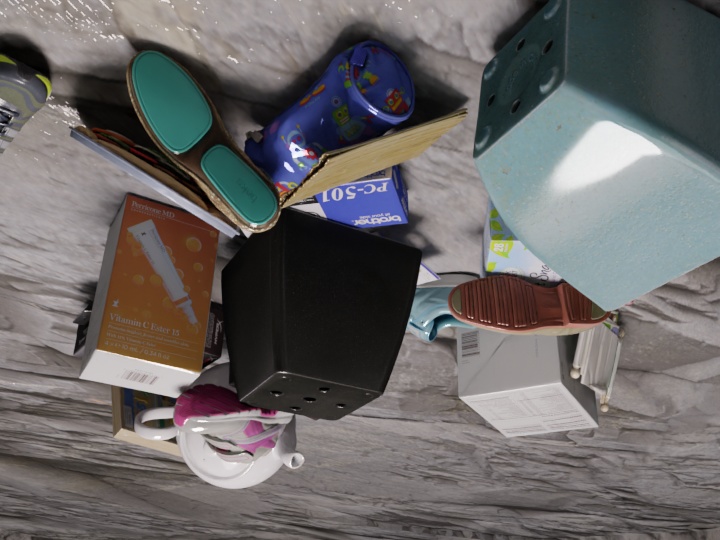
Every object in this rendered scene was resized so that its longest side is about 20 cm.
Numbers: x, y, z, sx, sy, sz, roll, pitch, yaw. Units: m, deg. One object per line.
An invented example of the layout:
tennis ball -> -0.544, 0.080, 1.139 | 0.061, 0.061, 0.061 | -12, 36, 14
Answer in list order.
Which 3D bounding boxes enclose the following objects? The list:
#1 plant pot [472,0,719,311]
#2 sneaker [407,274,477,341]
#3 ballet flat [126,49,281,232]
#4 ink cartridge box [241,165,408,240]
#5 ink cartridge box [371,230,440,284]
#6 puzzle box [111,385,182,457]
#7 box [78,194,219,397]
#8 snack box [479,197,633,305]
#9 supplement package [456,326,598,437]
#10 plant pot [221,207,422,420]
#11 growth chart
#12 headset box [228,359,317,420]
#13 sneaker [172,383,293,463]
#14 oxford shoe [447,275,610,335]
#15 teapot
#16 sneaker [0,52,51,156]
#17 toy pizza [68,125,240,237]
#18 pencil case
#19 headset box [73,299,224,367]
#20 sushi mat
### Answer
plant pot -> 0.207, -0.120, 0.671 | 0.197, 0.199, 0.195 | 25, 145, -19
sneaker -> 0.073, 0.057, 1.092 | 0.196, 0.083, 0.074 | -8, 149, 18
ballet flat -> -0.153, -0.116, 0.751 | 0.201, 0.070, 0.065 | 54, 165, -6
ink cartridge box -> -0.050, -0.084, 0.887 | 0.196, 0.045, 0.094 | -6, 152, 14
ink cartridge box -> 0.000, 0.000, 1.041 | 0.197, 0.040, 0.099 | -15, 147, 30
puzzle box -> -0.332, 0.192, 1.244 | 0.025, 0.202, 0.132 | -41, 133, 22
box -> -0.251, 0.032, 0.945 | 0.122, 0.204, 0.097 | 16, 148, -25
snack box -> 0.249, -0.020, 0.959 | 0.195, 0.069, 0.170 | 1, 152, 6
supplement package -> 0.245, 0.137, 1.149 | 0.148, 0.155, 0.200 | -13, 148, 26
plant pot -> -0.057, 0.069, 0.941 | 0.196, 0.181, 0.200 | 16, 151, -24
growth chart -> 0.343, 0.109, 1.118 | 0.017, 0.147, 0.199 | 9, 164, 34
headset box -> -0.107, 0.109, 1.121 | 0.074, 0.151, 0.199 | -27, 140, 30
sneaker -> -0.157, 0.199, 0.977 | 0.080, 0.090, 0.199 | 22, -178, 36
oxford shoe -> 0.200, 0.054, 0.956 | 0.195, 0.072, 0.074 | 5, 155, -2
teapot -> -0.197, 0.234, 1.143 | 0.199, 0.199, 0.146 | -37, 178, 14
sneaker -> -0.367, -0.139, 0.771 | 0.073, 0.082, 0.198 | 24, 144, -35
toy pizza -> -0.205, -0.097, 0.805 | 0.198, 0.032, 0.200 | 32, 177, 2
pencil case -> -0.038, -0.139, 0.756 | 0.086, 0.079, 0.199 | 34, 139, -26
headset box -> -0.323, 0.091, 1.168 | 0.197, 0.076, 0.148 | 22, 146, -32
sushi mat -> 0.015, -0.109, 0.743 | 0.198, 0.012, 0.095 | -26, 175, -40
